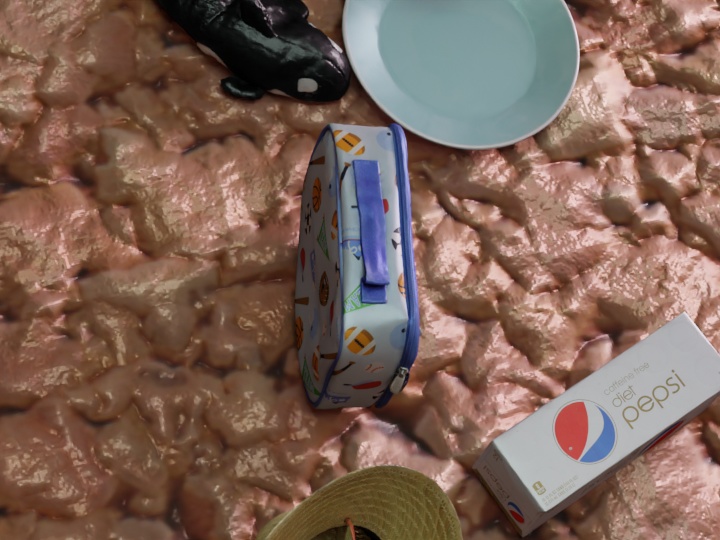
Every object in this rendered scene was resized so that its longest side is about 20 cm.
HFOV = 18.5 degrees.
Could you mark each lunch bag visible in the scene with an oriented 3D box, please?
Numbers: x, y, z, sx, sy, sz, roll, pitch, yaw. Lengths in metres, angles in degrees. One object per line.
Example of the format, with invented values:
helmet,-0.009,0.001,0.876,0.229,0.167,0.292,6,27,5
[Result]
lunch bag,0.000,0.000,1.620,0.075,0.160,0.201,1,65,-13

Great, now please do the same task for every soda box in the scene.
soda box,0.184,0.115,1.668,0.199,0.064,0.068,-31,76,-25

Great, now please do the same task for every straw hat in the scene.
straw hat,-0.031,0.210,1.556,0.200,0.202,0.085,-33,34,-24

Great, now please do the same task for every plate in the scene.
plate,0.080,-0.184,1.798,0.199,0.026,0.202,5,64,-11

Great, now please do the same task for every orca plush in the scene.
orca plush,-0.089,-0.210,1.742,0.105,0.071,0.200,-40,80,-26
